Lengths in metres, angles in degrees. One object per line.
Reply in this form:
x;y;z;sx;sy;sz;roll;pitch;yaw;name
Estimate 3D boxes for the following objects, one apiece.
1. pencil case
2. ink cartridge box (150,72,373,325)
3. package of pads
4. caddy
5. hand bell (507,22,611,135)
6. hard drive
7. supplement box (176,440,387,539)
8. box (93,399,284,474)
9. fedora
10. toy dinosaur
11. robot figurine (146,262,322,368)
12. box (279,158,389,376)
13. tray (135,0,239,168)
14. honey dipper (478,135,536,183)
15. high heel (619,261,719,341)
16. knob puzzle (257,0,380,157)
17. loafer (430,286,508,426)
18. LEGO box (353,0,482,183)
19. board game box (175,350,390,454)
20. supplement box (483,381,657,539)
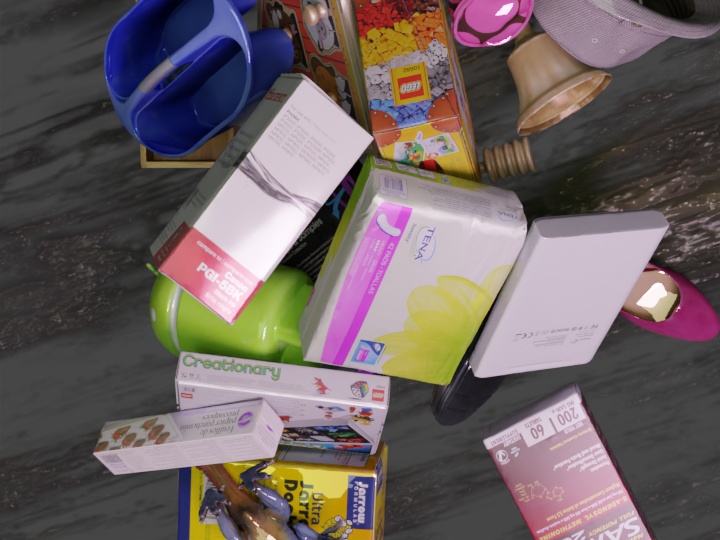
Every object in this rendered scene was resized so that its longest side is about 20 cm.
0.106;-0.308;1.247;0.090;0.094;0.202;6;59;-30;pencil case
-0.089;-0.065;1.181;0.083;0.147;0.201;38;90;-14;ink cartridge box
0.047;0.006;1.216;0.153;0.069;0.201;11;126;-18;package of pads
-0.158;-0.193;1.265;0.199;0.105;0.142;-32;89;43;caddy
0.147;-0.242;1.312;0.103;0.104;0.201;-31;79;10;hand bell
0.188;0.023;1.256;0.130;0.201;0.027;-6;52;-21;hard drive
-0.077;0.232;1.372;0.197;0.109;0.111;4;99;7;supplement box
-0.165;0.159;1.289;0.198;0.039;0.042;-12;134;32;box
0.229;-0.249;1.258;0.091;0.198;0.178;-55;45;36;fedora
-0.066;0.253;1.294;0.105;0.200;0.182;-39;127;-2;toy dinosaur
-0.121;0.043;1.342;0.198;0.116;0.177;14;137;23;robot figurine
0.000;0.000;1.345;0.143;0.036;0.201;-37;93;37;box
-0.173;-0.206;1.371;0.097;0.037;0.203;0;98;7;tray
0.075;-0.090;1.355;0.198;0.038;0.038;-15;95;14;honey dipper
0.259;0.017;1.308;0.198;0.096;0.068;27;100;4;high heel
-0.057;-0.205;1.286;0.030;0.219;0.222;-26;93;-22;knob puzzle
0.117;0.060;1.357;0.072;0.072;0.202;39;110;40;loafer
0.056;-0.150;1.242;0.076;0.200;0.151;-11;66;8;LEGO box
-0.076;0.129;1.301;0.197;0.127;0.035;7;62;-3;board game box
0.214;0.227;1.358;0.108;0.061;0.202;-28;93;9;supplement box
